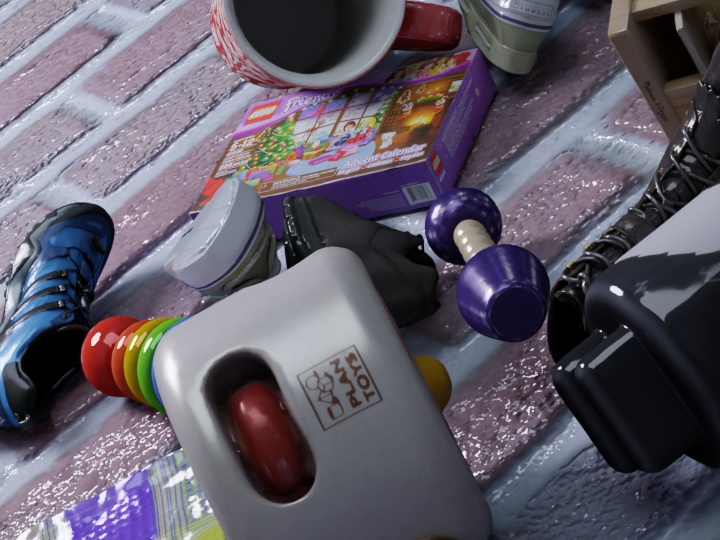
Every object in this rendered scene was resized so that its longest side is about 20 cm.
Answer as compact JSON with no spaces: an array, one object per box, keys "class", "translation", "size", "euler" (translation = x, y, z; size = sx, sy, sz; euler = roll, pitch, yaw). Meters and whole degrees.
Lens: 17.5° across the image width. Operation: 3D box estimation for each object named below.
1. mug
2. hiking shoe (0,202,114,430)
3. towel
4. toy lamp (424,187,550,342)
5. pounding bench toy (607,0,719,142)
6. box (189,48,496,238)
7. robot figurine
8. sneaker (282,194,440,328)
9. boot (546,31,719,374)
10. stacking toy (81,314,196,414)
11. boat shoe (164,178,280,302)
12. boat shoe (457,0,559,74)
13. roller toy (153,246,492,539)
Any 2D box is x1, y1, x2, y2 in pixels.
[{"class":"mug","translation":[-0.033,-0.181,1.728],"size":[0.134,0.177,0.200],"euler":[-53,8,-6]},{"class":"hiking shoe","translation":[-0.211,0.036,1.635],"size":[0.086,0.075,0.201],"euler":[3,52,33]},{"class":"towel","translation":[-0.164,0.180,1.407],"size":[0.199,0.023,0.144],"euler":[-26,29,8]},{"class":"toy lamp","translation":[0.075,-0.002,1.400],"size":[0.058,0.059,0.200],"euler":[-30,16,0]},{"class":"pounding bench toy","translation":[0.236,-0.187,1.415],"size":[0.155,0.200,0.125],"euler":[-12,45,29]},{"class":"box","translation":[-0.012,-0.086,1.664],"size":[0.199,0.039,0.137],"euler":[-12,33,30]},{"class":"robot figurine","translation":[0.197,0.020,1.224],"size":[0.199,0.125,0.150],"euler":[-37,42,-12]},{"class":"sneaker","translation":[0.000,0.000,1.502],"size":[0.090,0.077,0.200],"euler":[-10,23,-8]},{"class":"boot","translation":[0.174,-0.035,1.302],"size":[0.069,0.201,0.174],"euler":[36,58,22]},{"class":"stacking toy","translation":[-0.116,0.059,1.500],"size":[0.085,0.086,0.199],"euler":[-44,28,-24]},{"class":"boat shoe","translation":[-0.080,-0.012,1.495],"size":[0.072,0.062,0.200],"euler":[-57,7,-6]},{"class":"boat shoe","translation":[0.097,-0.197,1.712],"size":[0.200,0.071,0.062],"euler":[-104,32,-71]},{"class":"roller toy","translation":[-0.014,0.089,1.247],"size":[0.139,0.183,0.200],"euler":[-28,29,1]}]
